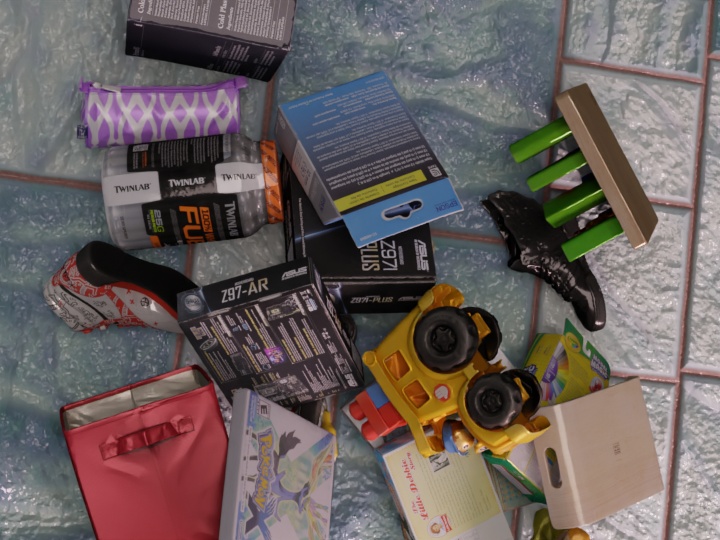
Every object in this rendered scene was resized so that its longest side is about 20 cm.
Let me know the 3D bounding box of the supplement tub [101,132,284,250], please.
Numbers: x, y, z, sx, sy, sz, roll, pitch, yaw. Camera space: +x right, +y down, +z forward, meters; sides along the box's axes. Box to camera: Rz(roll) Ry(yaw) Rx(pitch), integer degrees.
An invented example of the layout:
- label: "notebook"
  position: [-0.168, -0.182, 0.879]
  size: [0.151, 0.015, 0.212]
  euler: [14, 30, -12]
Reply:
- label: "supplement tub"
  position: [-0.191, -0.093, 1.580]
  size: [0.198, 0.123, 0.124]
  euler: [-7, 87, 0]

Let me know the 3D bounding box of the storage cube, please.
- label: "storage cube"
  position: [-0.228, 0.223, 1.533]
  size: [0.170, 0.200, 0.181]
  euler: [-17, 96, -12]

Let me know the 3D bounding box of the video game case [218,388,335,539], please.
- label: "video game case"
  position: [-0.088, 0.252, 1.503]
  size: [0.022, 0.182, 0.201]
  euler: [-11, 62, 30]

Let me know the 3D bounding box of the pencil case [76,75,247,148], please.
- label: "pencil case"
  position: [-0.235, -0.189, 1.611]
  size: [0.198, 0.084, 0.086]
  euler: [-3, 124, -13]

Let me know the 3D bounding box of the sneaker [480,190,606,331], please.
- label: "sneaker"
  position: [0.229, -0.010, 1.704]
  size: [0.103, 0.060, 0.201]
  euler: [-15, 84, -13]

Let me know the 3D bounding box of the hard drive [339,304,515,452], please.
- label: "hard drive"
  position: [0.090, 0.155, 1.681]
  size: [0.200, 0.026, 0.132]
  euler: [-40, 94, -11]

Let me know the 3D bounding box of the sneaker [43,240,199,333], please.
- label: "sneaker"
  position: [-0.272, 0.040, 1.602]
  size: [0.201, 0.108, 0.068]
  euler: [29, 40, -38]

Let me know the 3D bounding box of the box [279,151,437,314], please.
- label: "box"
  position: [-0.007, -0.055, 1.610]
  size: [0.162, 0.086, 0.201]
  euler: [0, 63, -11]

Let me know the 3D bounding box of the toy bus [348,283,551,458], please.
- label: "toy bus"
  position: [0.090, 0.145, 1.552]
  size: [0.192, 0.136, 0.201]
  euler: [-39, 76, 14]

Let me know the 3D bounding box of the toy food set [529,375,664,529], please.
- label: "toy food set"
  position: [0.285, 0.215, 1.648]
  size: [0.199, 0.060, 0.145]
  euler: [-12, 89, -45]

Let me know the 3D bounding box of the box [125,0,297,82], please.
- label: "box"
  position: [-0.173, -0.299, 1.572]
  size: [0.181, 0.200, 0.105]
  euler: [9, 86, -11]

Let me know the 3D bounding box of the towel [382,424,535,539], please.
- label: "towel"
  position: [0.131, 0.234, 1.667]
  size: [0.199, 0.022, 0.148]
  euler: [-14, 99, -15]

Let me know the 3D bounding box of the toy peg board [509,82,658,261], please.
- label: "toy peg board"
  position: [0.269, -0.114, 1.671]
  size: [0.097, 0.199, 0.201]
  euler: [-27, 92, 19]

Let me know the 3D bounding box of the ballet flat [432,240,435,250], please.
- label: "ballet flat"
  position: [0.000, 0.000, 1.658]
  size: [0.199, 0.057, 0.067]
  euler: [-17, 90, -12]

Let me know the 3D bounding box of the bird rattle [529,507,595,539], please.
- label: "bird rattle"
  position: [0.215, 0.373, 1.630]
  size: [0.112, 0.163, 0.200]
  euler: [38, 70, 12]

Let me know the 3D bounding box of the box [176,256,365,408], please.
- label: "box"
  position: [-0.098, 0.082, 1.552]
  size: [0.159, 0.201, 0.044]
  euler: [-16, 48, 9]

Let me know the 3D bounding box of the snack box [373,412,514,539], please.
- label: "snack box"
  position: [0.105, 0.280, 1.633]
  size: [0.116, 0.037, 0.201]
  euler: [-24, 102, -14]

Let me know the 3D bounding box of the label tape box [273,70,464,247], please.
- label: "label tape box"
  position: [0.007, -0.116, 1.559]
  size: [0.142, 0.066, 0.201]
  euler: [-21, 69, -21]

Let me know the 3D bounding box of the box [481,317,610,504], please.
- label: "box"
  position: [0.231, 0.168, 1.658]
  size: [0.117, 0.048, 0.201]
  euler: [44, 64, -33]

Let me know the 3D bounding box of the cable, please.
- label: "cable"
  position: [-0.060, 0.148, 1.655]
  size: [0.096, 0.050, 0.201]
  euler: [7, 70, 17]
